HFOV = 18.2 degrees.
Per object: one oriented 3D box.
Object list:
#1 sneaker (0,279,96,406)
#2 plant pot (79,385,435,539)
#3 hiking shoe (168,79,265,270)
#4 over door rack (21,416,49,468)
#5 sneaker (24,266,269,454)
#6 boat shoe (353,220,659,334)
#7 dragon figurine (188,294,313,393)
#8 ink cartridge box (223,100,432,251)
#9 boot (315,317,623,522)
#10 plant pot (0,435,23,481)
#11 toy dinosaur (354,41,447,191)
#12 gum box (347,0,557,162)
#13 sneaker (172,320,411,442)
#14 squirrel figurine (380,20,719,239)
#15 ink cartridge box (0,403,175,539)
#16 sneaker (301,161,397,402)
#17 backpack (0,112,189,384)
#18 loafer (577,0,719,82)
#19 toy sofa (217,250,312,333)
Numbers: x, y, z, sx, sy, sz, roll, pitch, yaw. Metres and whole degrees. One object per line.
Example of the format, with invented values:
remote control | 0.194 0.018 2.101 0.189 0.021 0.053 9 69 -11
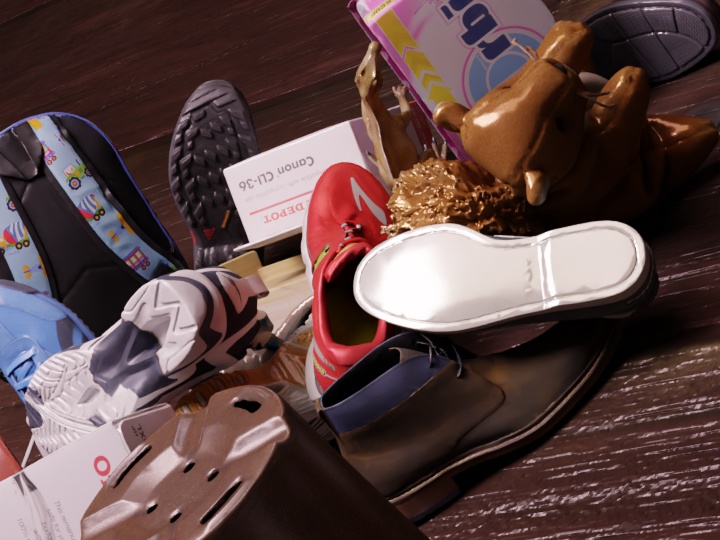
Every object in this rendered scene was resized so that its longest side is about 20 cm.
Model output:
sneaker | -0.224 0.091 1.682 0.066 0.200 0.079 -37 11 34
plant pot | -0.046 0.185 1.254 0.200 0.198 0.201 -33 24 17
hiking shoe | -0.115 -0.067 1.822 0.075 0.201 0.101 -2 25 -1
over door rack | -0.235 0.120 1.816 0.147 0.067 0.200 -18 32 40
sneaker | -0.138 0.059 1.565 0.129 0.080 0.199 -17 -25 -52
boat shoe | 0.094 0.010 1.423 0.199 0.062 0.073 -6 69 24
dragon figurine | -0.075 0.085 1.632 0.200 0.100 0.059 -34 37 -10
ink cartridge box | -0.025 -0.074 1.731 0.116 0.068 0.200 -20 3 22
boot | 0.068 0.068 1.417 0.200 0.097 0.075 -39 22 1
plant pot | -0.320 0.213 1.643 0.195 0.201 0.201 -36 22 -11
toy dinosaur | 0.032 -0.070 1.599 0.058 0.201 0.101 -23 16 12
gum box | 0.091 -0.153 1.645 0.113 0.200 0.066 -38 23 0
sneaker | -0.039 0.094 1.563 0.199 0.088 0.076 -21 54 -10
squirrel figurine | 0.111 -0.066 1.482 0.200 0.142 0.186 -50 -14 19
ink cartridge box | -0.188 0.197 1.491 0.199 0.145 0.084 -29 -5 23
sneaker | 0.000 0.000 1.523 0.077 0.085 0.201 0 54 -5
backpack | -0.259 -0.022 1.837 0.182 0.201 0.134 -34 14 -19
loafer | 0.195 -0.177 1.704 0.199 0.072 0.063 -19 26 45
toy sofa | -0.027 0.019 1.689 0.199 0.098 0.083 -18 6 40
